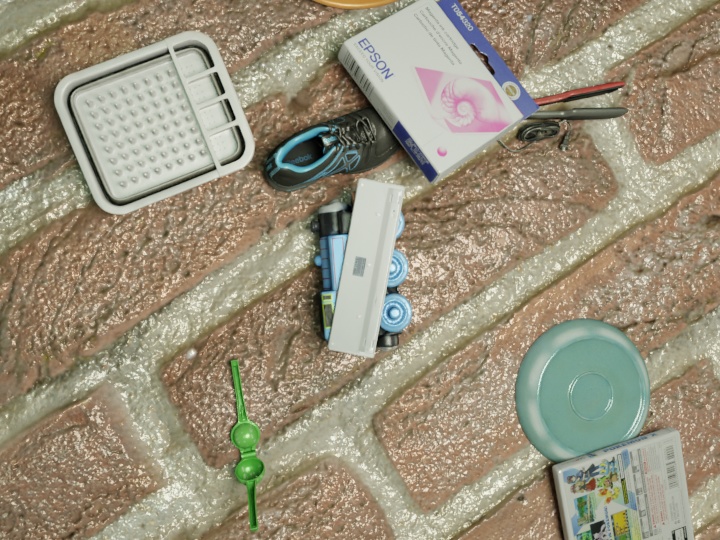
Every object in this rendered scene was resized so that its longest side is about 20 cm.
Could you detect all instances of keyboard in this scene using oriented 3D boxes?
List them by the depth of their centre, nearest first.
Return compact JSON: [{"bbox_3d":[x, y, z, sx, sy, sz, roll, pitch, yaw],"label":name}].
[{"bbox_3d":[0.006,-0.003,0.781,0.055,0.011,0.203,10,89,11],"label":"keyboard"}]

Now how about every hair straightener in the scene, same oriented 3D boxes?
[{"bbox_3d":[0.262,-0.197,0.891,0.197,0.041,0.078,-10,91,-10],"label":"hair straightener"}]

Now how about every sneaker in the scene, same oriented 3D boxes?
[{"bbox_3d":[-0.021,-0.151,0.821,0.198,0.082,0.074,-27,91,-11],"label":"sneaker"}]

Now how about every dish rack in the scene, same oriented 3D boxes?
[{"bbox_3d":[-0.241,-0.173,0.803,0.198,0.044,0.174,-23,94,-9],"label":"dish rack"}]

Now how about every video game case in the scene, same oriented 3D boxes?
[{"bbox_3d":[0.355,0.329,0.898,0.180,0.022,0.203,-14,100,-10],"label":"video game case"}]

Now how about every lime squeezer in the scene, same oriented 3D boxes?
[{"bbox_3d":[-0.141,0.213,0.808,0.037,0.071,0.202,-15,62,6],"label":"lime squeezer"}]

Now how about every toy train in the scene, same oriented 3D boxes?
[{"bbox_3d":[0.000,0.000,0.824,0.112,0.087,0.203,-5,90,-4],"label":"toy train"}]

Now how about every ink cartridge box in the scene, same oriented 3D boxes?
[{"bbox_3d":[0.106,-0.239,0.831,0.199,0.043,0.197,-36,85,-19],"label":"ink cartridge box"}]

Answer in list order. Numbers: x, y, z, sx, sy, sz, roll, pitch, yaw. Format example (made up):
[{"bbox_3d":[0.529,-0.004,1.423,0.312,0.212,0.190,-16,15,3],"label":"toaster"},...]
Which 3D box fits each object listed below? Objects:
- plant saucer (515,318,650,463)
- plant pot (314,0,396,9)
[{"bbox_3d":[0.305,0.167,0.902,0.197,0.027,0.204,0,90,-9],"label":"plant saucer"},{"bbox_3d":[-0.004,-0.429,0.782,0.197,0.200,0.142,0,74,-10],"label":"plant pot"}]
